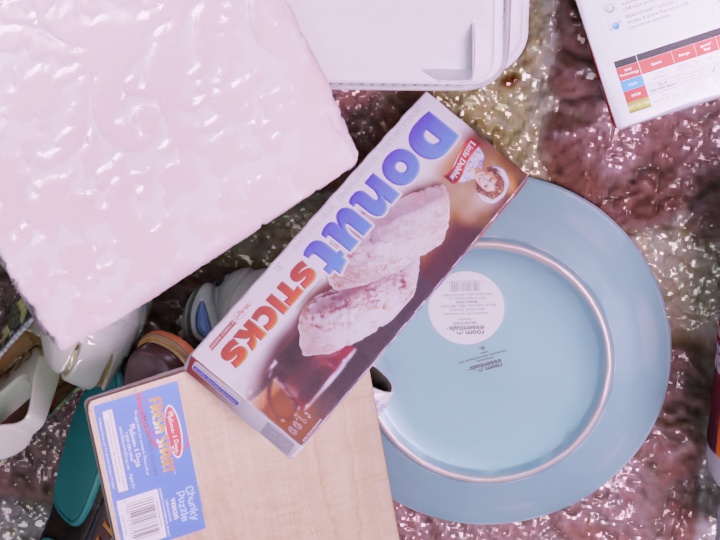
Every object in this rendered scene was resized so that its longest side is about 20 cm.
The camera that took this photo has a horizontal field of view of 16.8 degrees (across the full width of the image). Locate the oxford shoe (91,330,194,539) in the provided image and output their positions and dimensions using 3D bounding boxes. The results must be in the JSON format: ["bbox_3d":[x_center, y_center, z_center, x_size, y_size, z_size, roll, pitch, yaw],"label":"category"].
[{"bbox_3d":[-0.104,0.132,1.262,0.071,0.073,0.201,10,111,40],"label":"oxford shoe"}]

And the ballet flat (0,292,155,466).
[{"bbox_3d":[-0.165,0.049,1.283,0.069,0.071,0.200,30,120,-28],"label":"ballet flat"}]

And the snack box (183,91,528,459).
[{"bbox_3d":[0.000,0.000,1.237,0.072,0.024,0.200,39,64,3],"label":"snack box"}]

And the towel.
[{"bbox_3d":[-0.113,-0.080,1.185,0.191,0.032,0.200,-34,130,-9],"label":"towel"}]

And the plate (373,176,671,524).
[{"bbox_3d":[0.067,0.047,1.313,0.200,0.026,0.201,1,106,4],"label":"plate"}]

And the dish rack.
[{"bbox_3d":[-0.002,-0.163,1.206,0.171,0.044,0.200,2,132,4],"label":"dish rack"}]

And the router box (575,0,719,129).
[{"bbox_3d":[0.196,-0.187,1.227,0.200,0.049,0.180,-17,103,8],"label":"router box"}]

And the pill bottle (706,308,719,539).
[{"bbox_3d":[0.236,0.062,1.262,0.109,0.110,0.201,4,105,3],"label":"pill bottle"}]

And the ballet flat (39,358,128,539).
[{"bbox_3d":[-0.143,0.146,1.336,0.073,0.073,0.200,21,96,-2],"label":"ballet flat"}]

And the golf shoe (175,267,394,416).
[{"bbox_3d":[-0.024,0.092,1.294,0.097,0.078,0.200,-12,106,22],"label":"golf shoe"}]

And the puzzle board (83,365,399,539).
[{"bbox_3d":[-0.053,0.135,1.252,0.150,0.017,0.200,-17,109,-20],"label":"puzzle board"}]
